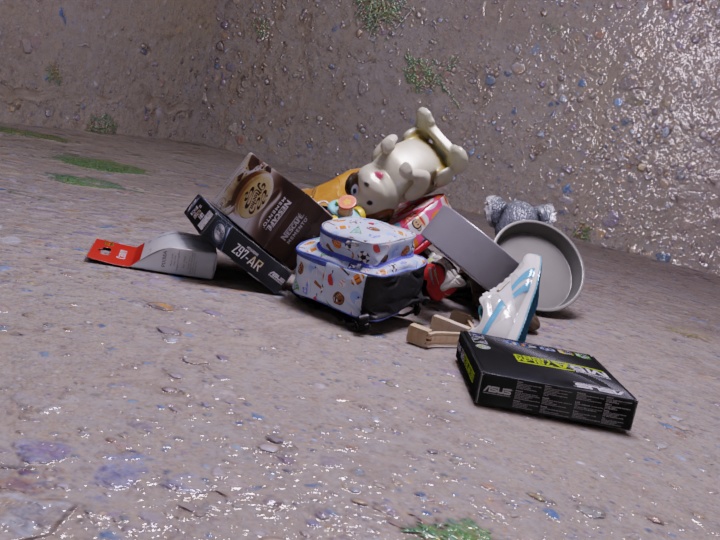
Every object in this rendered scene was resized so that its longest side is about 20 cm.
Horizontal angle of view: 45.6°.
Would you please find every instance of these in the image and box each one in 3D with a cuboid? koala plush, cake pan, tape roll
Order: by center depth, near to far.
[{"bbox_3d":[0.195,-0.022,1.430,0.200,0.066,0.200,39,4,-3],"label":"tape roll"},{"bbox_3d":[0.346,-0.004,1.694,0.197,0.203,0.037,10,-29,-8],"label":"cake pan"},{"bbox_3d":[0.326,-0.053,1.808,0.175,0.203,0.184,13,10,5],"label":"koala plush"}]

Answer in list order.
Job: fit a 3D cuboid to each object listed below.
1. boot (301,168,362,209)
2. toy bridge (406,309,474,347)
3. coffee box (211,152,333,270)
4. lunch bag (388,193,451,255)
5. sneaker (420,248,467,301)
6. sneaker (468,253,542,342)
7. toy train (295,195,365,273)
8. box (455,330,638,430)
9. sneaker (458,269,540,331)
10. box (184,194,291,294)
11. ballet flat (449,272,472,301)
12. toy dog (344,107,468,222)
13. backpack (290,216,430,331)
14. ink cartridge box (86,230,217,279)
[{"bbox_3d":[-0.041,-0.133,1.625,0.198,0.072,0.144,-13,22,0],"label":"boot"},{"bbox_3d":[0.139,0.091,1.309,0.067,0.028,0.199,19,12,24],"label":"toy bridge"},{"bbox_3d":[-0.150,-0.102,1.429,0.200,0.113,0.080,37,-2,46],"label":"coffee box"},{"bbox_3d":[0.091,-0.085,1.635,0.176,0.082,0.199,-38,14,-22],"label":"lunch bag"},{"bbox_3d":[0.121,0.013,1.571,0.077,0.085,0.200,51,-6,-11],"label":"sneaker"},{"bbox_3d":[0.222,0.046,1.282,0.080,0.077,0.201,14,49,20],"label":"sneaker"},{"bbox_3d":[-0.057,-0.072,1.468,0.148,0.056,0.202,8,44,-6],"label":"toy train"},{"bbox_3d":[0.232,0.138,1.110,0.197,0.048,0.193,11,8,-2],"label":"box"},{"bbox_3d":[0.244,0.054,1.537,0.070,0.075,0.201,37,14,-46],"label":"sneaker"},{"bbox_3d":[-0.206,-0.047,1.414,0.160,0.044,0.200,39,-1,-22],"label":"box"},{"bbox_3d":[0.217,0.046,1.624,0.198,0.057,0.066,12,38,29],"label":"ballet flat"},{"bbox_3d":[0.065,-0.176,1.572,0.199,0.140,0.194,-33,-7,-20],"label":"toy dog"},{"bbox_3d":[-0.010,-0.001,1.324,0.188,0.157,0.199,8,9,31],"label":"backpack"},{"bbox_3d":[-0.336,-0.038,1.402,0.197,0.048,0.160,11,10,-14],"label":"ink cartridge box"}]
